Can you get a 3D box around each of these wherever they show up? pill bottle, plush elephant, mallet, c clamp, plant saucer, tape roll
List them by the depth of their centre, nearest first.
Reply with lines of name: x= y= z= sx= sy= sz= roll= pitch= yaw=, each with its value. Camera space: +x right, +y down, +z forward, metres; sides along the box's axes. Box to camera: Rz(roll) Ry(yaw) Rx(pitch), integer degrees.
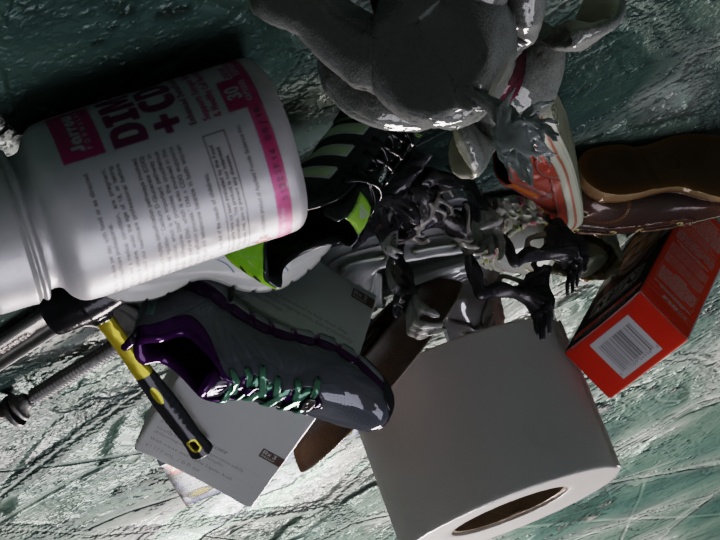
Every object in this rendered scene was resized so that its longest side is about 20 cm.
plush elephant: x=0.066 y=-0.139 z=1.108 sx=0.164 sy=0.201 sz=0.155 roll=-40 pitch=172 yaw=17
pill bottle: x=-0.142 y=-0.049 z=1.137 sx=0.198 sy=0.114 sz=0.114 roll=-19 pitch=157 yaw=-13
mallet: x=-0.172 y=0.074 z=1.365 sx=0.065 sy=0.041 sz=0.201 roll=-19 pitch=127 yaw=4
c clamp: x=-0.227 y=0.072 z=1.426 sx=0.199 sy=0.027 sz=0.171 roll=-29 pitch=157 yaw=9
plant saucer: x=0.006 y=0.076 z=1.494 sx=0.201 sy=0.032 sz=0.200 roll=-50 pitch=-177 yaw=4
tape roll: x=0.105 y=0.144 z=1.590 sx=0.201 sy=0.140 sz=0.203 roll=-20 pitch=163 yaw=-6

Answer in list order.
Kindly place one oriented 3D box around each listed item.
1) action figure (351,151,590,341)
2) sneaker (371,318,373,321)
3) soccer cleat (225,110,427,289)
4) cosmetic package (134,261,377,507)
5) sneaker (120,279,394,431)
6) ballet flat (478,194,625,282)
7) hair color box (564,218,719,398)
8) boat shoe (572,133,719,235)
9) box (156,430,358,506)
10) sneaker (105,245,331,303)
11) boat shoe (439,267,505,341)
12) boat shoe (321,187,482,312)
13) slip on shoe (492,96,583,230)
action figure: x=0.070 y=-0.016 z=1.367 sx=0.198 sy=0.103 sz=0.119 roll=18 pitch=131 yaw=-21
sneaker: x=-0.055 y=0.110 z=1.604 sx=0.198 sy=0.087 sz=0.075 roll=-24 pitch=155 yaw=-4
soccer cleat: x=-0.005 y=-0.064 z=1.230 sx=0.200 sy=0.081 sz=0.068 roll=-41 pitch=136 yaw=-5
cosmetic package: x=-0.082 y=0.078 z=1.425 sx=0.112 sy=0.081 sz=0.201 roll=27 pitch=132 yaw=-7
sneaker: x=-0.074 y=0.078 z=1.312 sx=0.199 sy=0.088 sz=0.075 roll=27 pitch=130 yaw=-4
ballet flat: x=0.154 y=-0.024 z=1.546 sx=0.199 sy=0.064 sz=0.076 roll=0 pitch=130 yaw=-45
hair color box: x=0.255 y=0.015 z=1.607 sx=0.101 sy=0.061 sz=0.200 roll=-43 pitch=-175 yaw=37
boat shoe: x=0.247 y=-0.067 z=1.539 sx=0.198 sy=0.071 sz=0.071 roll=-2 pitch=143 yaw=-26
box: x=-0.087 y=0.146 z=1.709 sx=0.198 sy=0.040 sz=0.137 roll=-23 pitch=156 yaw=-3
sneaker: x=-0.095 y=-0.031 z=1.281 sx=0.198 sy=0.075 sz=0.087 roll=-12 pitch=149 yaw=-29
boat shoe: x=0.096 y=0.040 z=1.621 sx=0.071 sy=0.069 sz=0.200 roll=-21 pitch=157 yaw=-6
boat shoe: x=0.000 y=0.000 z=1.442 sx=0.199 sy=0.067 sz=0.074 roll=-26 pitch=157 yaw=3
slip on shoe: x=0.130 y=-0.085 z=1.393 sx=0.061 sy=0.075 sz=0.200 roll=-13 pitch=157 yaw=12
